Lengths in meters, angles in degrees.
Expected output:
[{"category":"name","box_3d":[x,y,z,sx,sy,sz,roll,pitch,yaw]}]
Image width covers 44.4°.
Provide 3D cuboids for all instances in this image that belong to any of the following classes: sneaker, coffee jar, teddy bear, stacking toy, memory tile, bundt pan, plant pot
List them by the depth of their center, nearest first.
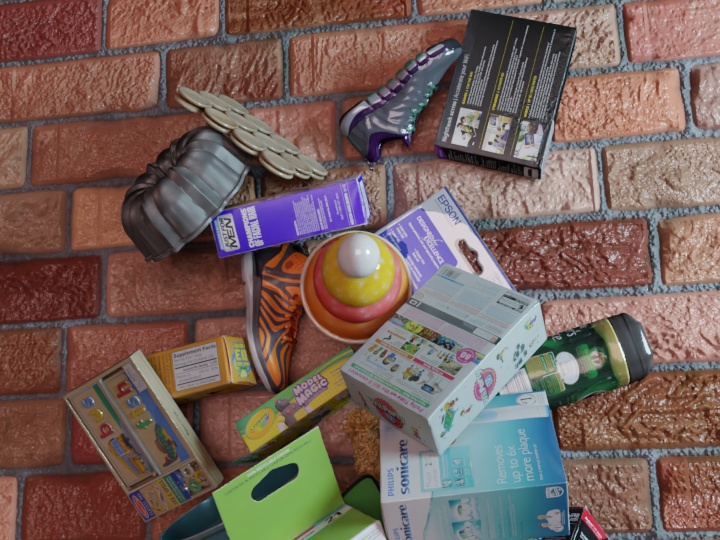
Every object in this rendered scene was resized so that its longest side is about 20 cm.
[{"category":"stacking toy","box_3d":[0.000,0.000,1.045,0.144,0.200,0.148,1,75,-4]},{"category":"plant pot","box_3d":[-0.111,0.357,1.054,0.198,0.200,0.190,-26,90,3]},{"category":"coffee jar","box_3d":[0.253,0.119,1.079,0.197,0.104,0.086,-18,77,4]},{"category":"teddy bear","box_3d":[0.031,0.264,1.092,0.144,0.067,0.203,20,73,-25]},{"category":"bundt pan","box_3d":[-0.237,-0.111,1.153,0.202,0.202,0.076,-44,115,-1]},{"category":"sneaker","box_3d":[-0.091,0.056,1.160,0.110,0.078,0.203,-11,78,8]},{"category":"memory tile","box_3d":[-0.145,-0.181,1.181,0.199,0.153,0.017,38,107,14]},{"category":"sneaker","box_3d":[0.069,-0.224,1.195,0.199,0.074,0.088,-36,86,16]}]

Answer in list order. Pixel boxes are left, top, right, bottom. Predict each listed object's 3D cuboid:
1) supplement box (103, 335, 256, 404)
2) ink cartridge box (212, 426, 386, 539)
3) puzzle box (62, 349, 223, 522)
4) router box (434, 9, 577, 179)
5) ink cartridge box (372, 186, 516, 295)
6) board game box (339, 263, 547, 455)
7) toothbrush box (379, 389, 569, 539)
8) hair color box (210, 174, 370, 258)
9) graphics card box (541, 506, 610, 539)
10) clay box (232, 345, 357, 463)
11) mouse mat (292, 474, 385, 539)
[{"category":"supplement box","box_3d":[-0.236,0.137,1.149,0.198,0.066,0.070,-13,77,22]},{"category":"ink cartridge box","box_3d":[-0.053,0.295,0.936,0.147,0.075,0.202,-27,108,-29]},{"category":"puzzle box","box_3d":[-0.280,0.214,1.130,0.132,0.025,0.201,-29,97,25]},{"category":"router box","box_3d":[0.195,-0.238,1.184,0.147,0.051,0.203,15,82,13]},{"category":"ink cartridge box","box_3d":[0.083,0.027,1.157,0.199,0.047,0.199,-32,75,0]},{"category":"board game box","box_3d":[0.097,0.095,1.022,0.200,0.065,0.147,-41,41,-24]},{"category":"toothbrush box","box_3d":[0.122,0.222,0.986,0.197,0.147,0.086,-8,123,7]},{"category":"hair color box","box_3d":[-0.090,-0.074,1.161,0.197,0.109,0.066,-14,98,5]},{"category":"graphics card box","box_3d":[0.232,0.383,0.983,0.126,0.051,0.201,51,49,-22]},{"category":"clay box","box_3d":[-0.075,0.173,1.116,0.199,0.115,0.048,-33,75,1]},{"category":"mouse mat","box_3d":[-0.025,0.353,1.005,0.199,0.007,0.162,-37,111,-27]}]
